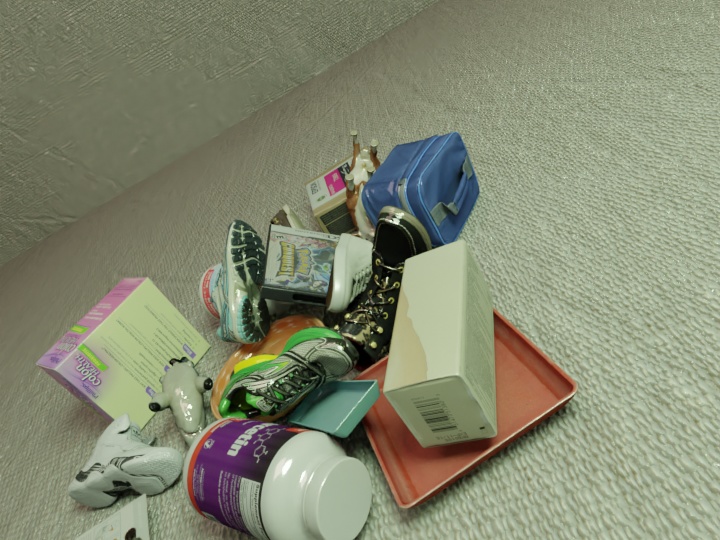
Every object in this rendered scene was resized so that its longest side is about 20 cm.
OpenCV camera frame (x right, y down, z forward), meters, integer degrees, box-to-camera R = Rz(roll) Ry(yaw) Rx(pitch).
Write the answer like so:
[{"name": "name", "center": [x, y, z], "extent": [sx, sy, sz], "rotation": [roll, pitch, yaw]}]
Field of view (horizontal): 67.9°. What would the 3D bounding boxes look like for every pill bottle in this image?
[{"name": "pill bottle", "center": [-0.088, 0.219, 0.558], "extent": [0.199, 0.113, 0.113], "rotation": [-5, 39, 40]}, {"name": "pill bottle", "center": [-0.183, 0.028, 0.944], "extent": [0.199, 0.109, 0.109], "rotation": [-10, 36, 36]}]

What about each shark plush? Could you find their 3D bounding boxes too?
[{"name": "shark plush", "center": [-0.278, 0.191, 0.824], "extent": [0.091, 0.084, 0.200], "rotation": [-27, 27, -23]}]

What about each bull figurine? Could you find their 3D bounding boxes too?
[{"name": "bull figurine", "center": [0.006, -0.145, 0.926], "extent": [0.065, 0.122, 0.201], "rotation": [-3, 51, 1]}]

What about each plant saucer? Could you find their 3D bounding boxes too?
[{"name": "plant saucer", "center": [-0.035, 0.159, 0.619], "extent": [0.070, 0.019, 0.200], "rotation": [-47, 8, -23]}, {"name": "plant saucer", "center": [-0.127, 0.149, 0.781], "extent": [0.200, 0.038, 0.200], "rotation": [-24, 31, 16]}, {"name": "plant saucer", "center": [0.099, 0.135, 0.577], "extent": [0.200, 0.037, 0.200], "rotation": [-33, 29, -1]}]

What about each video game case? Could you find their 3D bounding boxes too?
[{"name": "video game case", "center": [-0.061, -0.007, 0.846], "extent": [0.180, 0.026, 0.200], "rotation": [9, 29, -11]}]

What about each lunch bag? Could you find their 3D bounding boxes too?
[{"name": "lunch bag", "center": [0.105, -0.123, 0.855], "extent": [0.132, 0.136, 0.200], "rotation": [-7, 38, 39]}]

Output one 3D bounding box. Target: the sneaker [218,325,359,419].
[{"name": "sneaker", "center": [-0.086, 0.136, 0.646], "extent": [0.200, 0.078, 0.085], "rotation": [-29, 21, 24]}]

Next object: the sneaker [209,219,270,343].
[{"name": "sneaker", "center": [-0.204, 0.018, 0.846], "extent": [0.086, 0.078, 0.201], "rotation": [-13, 74, 29]}]

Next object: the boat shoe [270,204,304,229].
[{"name": "boat shoe", "center": [-0.153, -0.086, 1.127], "extent": [0.059, 0.072, 0.200], "rotation": [-39, 25, 1]}]

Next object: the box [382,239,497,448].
[{"name": "box", "center": [0.089, 0.068, 0.557], "extent": [0.077, 0.095, 0.200], "rotation": [-19, 31, 25]}]

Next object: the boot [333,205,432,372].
[{"name": "boot", "center": [0.025, 0.030, 0.674], "extent": [0.073, 0.200, 0.151], "rotation": [24, 61, 16]}]

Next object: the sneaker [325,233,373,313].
[{"name": "sneaker", "center": [0.000, 0.000, 0.759], "extent": [0.084, 0.073, 0.200], "rotation": [13, 26, 0]}]

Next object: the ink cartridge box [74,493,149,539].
[{"name": "ink cartridge box", "center": [-0.328, 0.386, 0.630], "extent": [0.200, 0.050, 0.162], "rotation": [-31, 27, -13]}]

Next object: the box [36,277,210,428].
[{"name": "box", "center": [-0.395, 0.143, 0.913], "extent": [0.096, 0.176, 0.200], "rotation": [-2, 42, 43]}]

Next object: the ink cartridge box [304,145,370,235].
[{"name": "ink cartridge box", "center": [-0.023, -0.162, 1.106], "extent": [0.164, 0.075, 0.200], "rotation": [-30, 30, 4]}]

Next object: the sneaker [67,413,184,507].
[{"name": "sneaker", "center": [-0.325, 0.260, 0.769], "extent": [0.199, 0.075, 0.115], "rotation": [-24, 33, 22]}]
